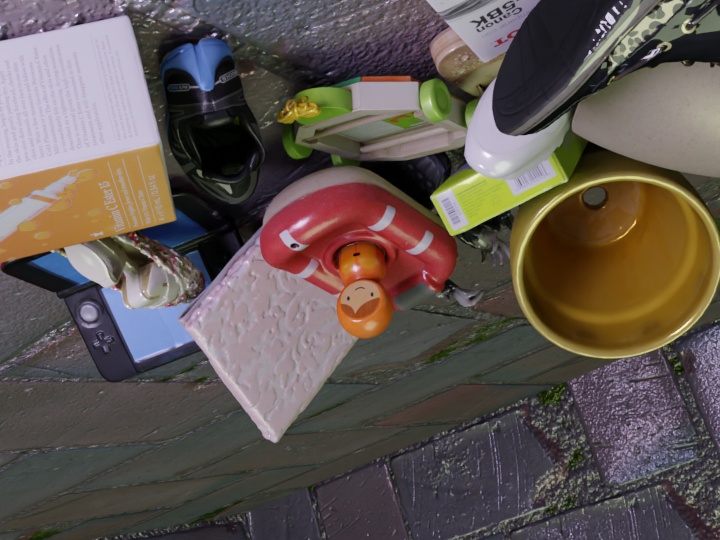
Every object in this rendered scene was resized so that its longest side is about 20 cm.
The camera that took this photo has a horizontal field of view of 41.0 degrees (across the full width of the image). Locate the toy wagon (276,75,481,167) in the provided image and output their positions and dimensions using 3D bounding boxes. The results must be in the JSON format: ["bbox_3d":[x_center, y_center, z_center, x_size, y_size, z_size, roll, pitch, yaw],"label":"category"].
[{"bbox_3d":[0.009,-0.123,0.788,0.154,0.040,0.199,-10,169,35],"label":"toy wagon"}]

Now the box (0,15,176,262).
[{"bbox_3d":[-0.234,-0.077,0.643,0.197,0.099,0.125,-15,162,-10],"label":"box"}]

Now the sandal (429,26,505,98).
[{"bbox_3d":[0.134,-0.149,0.835,0.077,0.071,0.210,-29,160,31],"label":"sandal"}]

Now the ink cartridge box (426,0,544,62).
[{"bbox_3d":[0.089,-0.220,0.557,0.145,0.084,0.199,-26,160,21],"label":"ink cartridge box"}]

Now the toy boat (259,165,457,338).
[{"bbox_3d":[0.000,0.000,0.875,0.130,0.132,0.199,-32,136,32],"label":"toy boat"}]

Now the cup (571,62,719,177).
[{"bbox_3d":[0.271,-0.149,0.706,0.201,0.143,0.201,-49,165,-18],"label":"cup"}]

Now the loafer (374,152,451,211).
[{"bbox_3d":[0.036,-0.072,0.996,0.070,0.068,0.201,-47,180,-38],"label":"loafer"}]

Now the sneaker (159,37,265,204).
[{"bbox_3d":[-0.111,-0.094,0.735,0.070,0.084,0.200,-15,162,-7],"label":"sneaker"}]

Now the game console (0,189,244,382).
[{"bbox_3d":[-0.210,0.023,0.935,0.198,0.174,0.119,-20,-166,9],"label":"game console"}]

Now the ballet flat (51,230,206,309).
[{"bbox_3d":[-0.210,-0.004,0.839,0.075,0.065,0.200,-30,138,21],"label":"ballet flat"}]

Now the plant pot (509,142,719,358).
[{"bbox_3d":[0.251,-0.043,0.994,0.199,0.202,0.190,-23,-156,16],"label":"plant pot"}]

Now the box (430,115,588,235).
[{"bbox_3d":[0.152,-0.103,0.923,0.121,0.048,0.200,-26,-171,27],"label":"box"}]

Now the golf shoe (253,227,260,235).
[{"bbox_3d":[-0.058,0.008,1.083,0.072,0.093,0.200,-23,163,14],"label":"golf shoe"}]

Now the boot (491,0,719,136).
[{"bbox_3d":[0.190,-0.136,0.587,0.152,0.074,0.204,13,143,-27],"label":"boot"}]

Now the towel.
[{"bbox_3d":[-0.070,0.041,0.962,0.201,0.032,0.192,-50,133,-22],"label":"towel"}]

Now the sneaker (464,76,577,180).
[{"bbox_3d":[0.145,-0.157,0.733,0.201,0.076,0.081,-51,163,-13],"label":"sneaker"}]

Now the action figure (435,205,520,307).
[{"bbox_3d":[0.110,-0.023,1.041,0.200,0.102,0.119,-40,171,-29],"label":"action figure"}]
